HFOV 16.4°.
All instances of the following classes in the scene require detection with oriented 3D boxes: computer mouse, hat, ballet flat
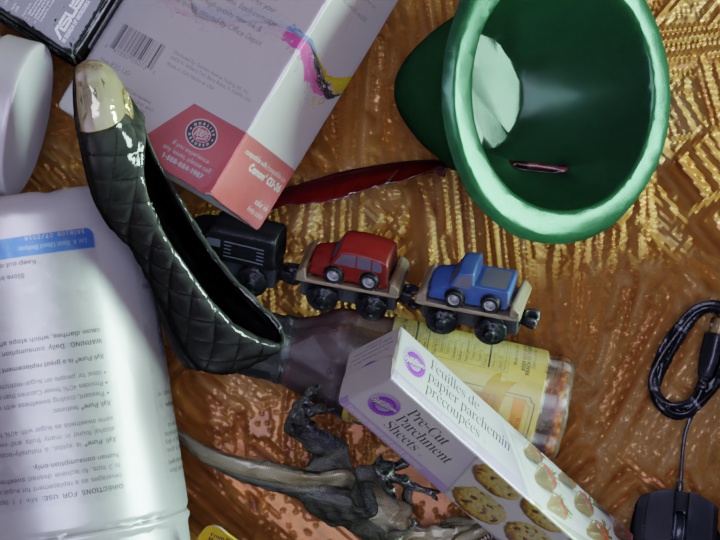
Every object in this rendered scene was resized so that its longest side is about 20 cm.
[{"bbox_3d":[0.182,0.115,1.396,0.058,0.034,0.201,7,89,0],"label":"computer mouse"},{"bbox_3d":[0.044,-0.096,1.403,0.200,0.176,0.166,-1,92,-41],"label":"hat"},{"bbox_3d":[-0.097,-0.029,1.292,0.057,0.067,0.200,-15,126,15],"label":"ballet flat"}]

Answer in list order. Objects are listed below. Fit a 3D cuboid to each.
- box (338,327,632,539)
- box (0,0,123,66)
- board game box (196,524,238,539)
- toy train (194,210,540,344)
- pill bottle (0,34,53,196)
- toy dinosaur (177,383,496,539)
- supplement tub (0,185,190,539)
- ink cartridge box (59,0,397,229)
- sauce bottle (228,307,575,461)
[{"bbox_3d":[0.070,0.108,1.344,0.041,0.039,0.200,-27,123,34],"label":"box"},{"bbox_3d":[-0.169,-0.236,1.366,0.164,0.086,0.200,31,88,-1],"label":"box"},{"bbox_3d":[-0.093,0.233,1.345,0.095,0.030,0.200,35,115,2],"label":"board game box"},{"bbox_3d":[0.000,0.000,1.357,0.200,0.034,0.046,11,123,10],"label":"toy train"},{"bbox_3d":[-0.272,-0.100,1.337,0.200,0.112,0.112,12,89,7],"label":"pill bottle"},{"bbox_3d":[-0.014,0.111,1.366,0.200,0.088,0.048,23,56,-1],"label":"toy dinosaur"},{"bbox_3d":[-0.167,0.061,1.340,0.132,0.132,0.201,-8,89,-1],"label":"supplement tub"},{"bbox_3d":[-0.057,-0.139,1.353,0.116,0.067,0.200,31,88,28],"label":"ink cartridge box"},{"bbox_3d":[0.016,0.057,1.379,0.200,0.066,0.066,11,89,1],"label":"sauce bottle"}]
